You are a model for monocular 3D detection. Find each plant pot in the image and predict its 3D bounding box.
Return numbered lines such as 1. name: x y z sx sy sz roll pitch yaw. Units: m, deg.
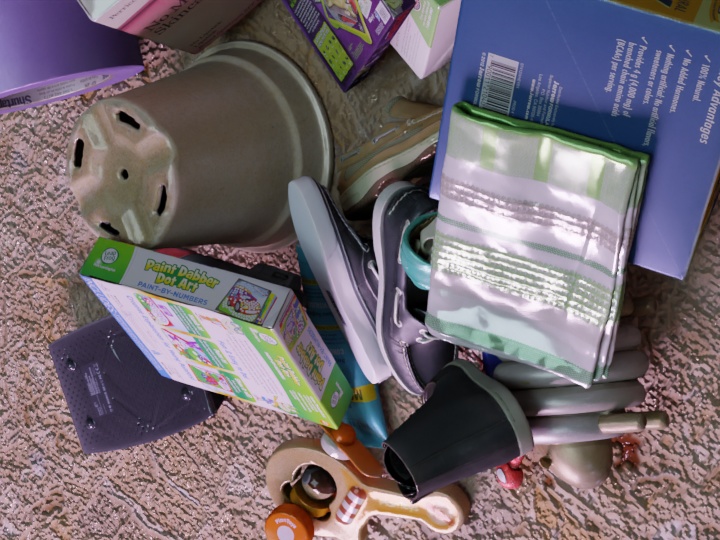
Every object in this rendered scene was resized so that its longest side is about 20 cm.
1. plant pot: -0.157 -0.098 1.390 0.199 0.183 0.203 10 108 35

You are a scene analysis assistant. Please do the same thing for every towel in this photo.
1. towel: 0.121 -0.014 1.110 0.148 0.031 0.201 16 129 15

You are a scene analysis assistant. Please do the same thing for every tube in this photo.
1. tube: -0.019 0.067 1.420 0.077 0.050 0.202 3 109 43

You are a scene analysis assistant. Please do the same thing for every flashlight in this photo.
1. flashlight: -0.139 0.021 1.443 0.199 0.068 0.068 18 141 40

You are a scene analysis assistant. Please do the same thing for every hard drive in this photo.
1. hard drive: -0.229 0.108 1.584 0.199 0.042 0.136 -19 90 37

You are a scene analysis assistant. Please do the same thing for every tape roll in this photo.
1. tape roll: -0.312 -0.208 1.468 0.199 0.199 0.086 -11 95 38

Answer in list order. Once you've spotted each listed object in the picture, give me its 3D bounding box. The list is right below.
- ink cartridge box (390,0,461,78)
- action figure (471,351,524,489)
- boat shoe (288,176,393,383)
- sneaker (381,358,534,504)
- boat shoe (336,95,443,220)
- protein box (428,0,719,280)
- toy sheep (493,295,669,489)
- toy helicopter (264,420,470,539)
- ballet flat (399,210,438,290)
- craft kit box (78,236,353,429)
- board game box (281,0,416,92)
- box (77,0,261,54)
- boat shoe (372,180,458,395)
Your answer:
1. ink cartridge box: 0.020 -0.270 1.257 0.200 0.067 0.117 51 162 14
2. action figure: 0.116 0.087 1.310 0.051 0.065 0.202 -9 95 15
3. boat shoe: 0.000 0.000 1.347 0.201 0.067 0.072 65 167 -18
4. sneaker: 0.057 0.127 1.239 0.200 0.105 0.075 176 71 -79
5. boat shoe: 0.044 -0.115 1.312 0.199 0.071 0.077 -30 72 38
6. protein box: 0.174 -0.135 1.105 0.198 0.135 0.200 18 129 13
7. toy sheep: 0.169 0.073 1.229 0.137 0.137 0.202 -9 81 37
8. toy helicopter: 0.005 0.196 1.418 0.198 0.079 0.134 7 112 21
9. ballet flat: 0.122 -0.034 1.200 0.198 0.070 0.068 -17 60 15
10. craft kit box: -0.123 0.057 1.358 0.196 0.200 0.049 18 67 25
11. board game box: -0.018 -0.229 1.272 0.120 0.032 0.200 52 165 0
12. box: -0.165 -0.277 1.324 0.127 0.200 0.109 -37 79 16
13. boat shoe: 0.053 0.026 1.307 0.060 0.075 0.202 32 141 55
